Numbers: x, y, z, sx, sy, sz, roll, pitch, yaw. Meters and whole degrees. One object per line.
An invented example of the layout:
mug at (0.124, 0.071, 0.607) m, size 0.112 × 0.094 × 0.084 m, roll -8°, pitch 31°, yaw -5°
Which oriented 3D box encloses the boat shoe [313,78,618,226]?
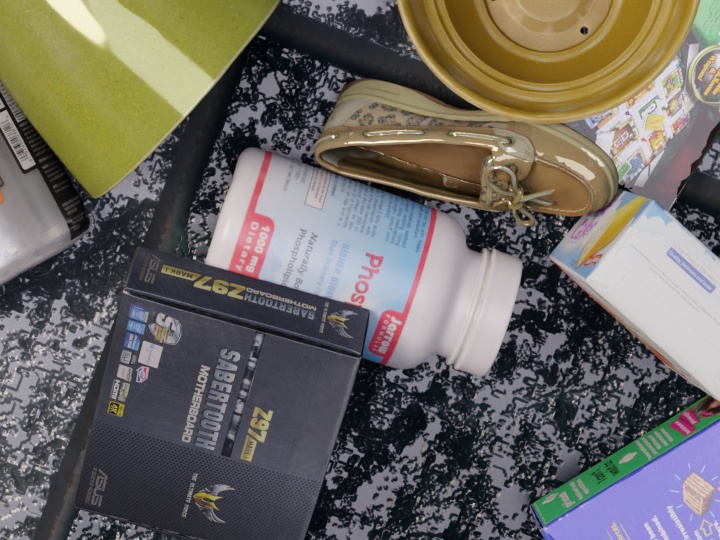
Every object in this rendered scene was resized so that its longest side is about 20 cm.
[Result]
boat shoe at (0.069, -0.067, 1.525) m, size 0.198 × 0.063 × 0.074 m, roll 14°, pitch 137°, yaw 19°

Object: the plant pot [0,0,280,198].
plant pot at (-0.179, -0.181, 1.461) m, size 0.200 × 0.187 × 0.187 m, roll 42°, pitch 92°, yaw -12°

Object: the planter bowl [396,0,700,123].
planter bowl at (0.123, -0.192, 1.528) m, size 0.198 × 0.083 × 0.202 m, roll 0°, pitch 87°, yaw 6°

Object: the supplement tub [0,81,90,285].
supplement tub at (-0.271, -0.085, 1.511) m, size 0.122 × 0.123 × 0.201 m, roll -29°, pitch 95°, yaw 1°

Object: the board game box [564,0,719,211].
board game box at (0.216, -0.148, 1.573) m, size 0.104 × 0.023 × 0.201 m, roll 33°, pitch 94°, yaw -2°

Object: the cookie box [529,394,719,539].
cookie box at (0.241, 0.185, 1.576) m, size 0.199 × 0.075 × 0.172 m, roll -31°, pitch 96°, yaw 0°

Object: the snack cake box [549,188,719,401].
snack cake box at (0.193, 0.011, 1.497) m, size 0.115 × 0.200 × 0.067 m, roll 40°, pitch 92°, yaw -5°

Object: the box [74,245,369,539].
box at (-0.092, 0.092, 1.520) m, size 0.156 × 0.051 × 0.201 m, roll 15°, pitch 129°, yaw -4°

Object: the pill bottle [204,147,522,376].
pill bottle at (0.000, 0.000, 1.535) m, size 0.198 × 0.109 × 0.110 m, roll 18°, pitch 94°, yaw -3°
